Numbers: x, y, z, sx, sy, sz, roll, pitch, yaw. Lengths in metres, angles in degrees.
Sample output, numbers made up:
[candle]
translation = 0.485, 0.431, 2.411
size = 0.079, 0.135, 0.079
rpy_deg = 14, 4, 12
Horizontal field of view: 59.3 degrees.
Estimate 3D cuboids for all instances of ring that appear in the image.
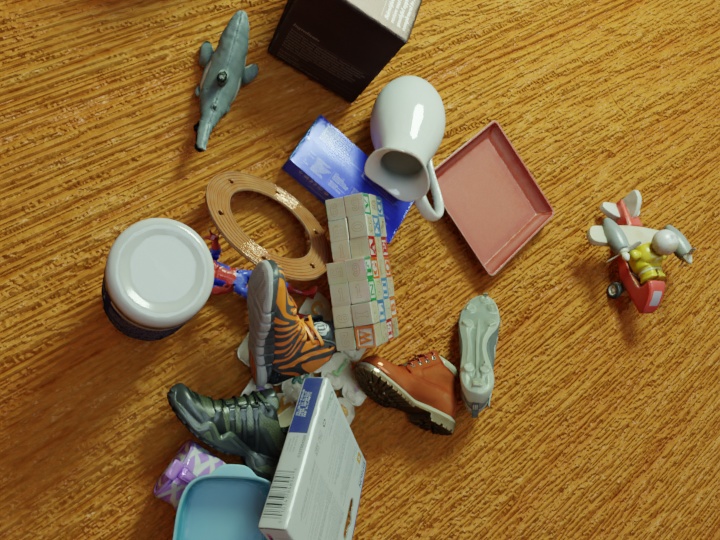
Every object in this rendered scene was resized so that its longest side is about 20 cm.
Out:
[ring]
translation = -0.125, -0.060, 0.867
size = 0.198, 0.019, 0.203
rpy_deg = 31, 30, -19

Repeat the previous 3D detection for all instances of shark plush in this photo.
[shark plush]
translation = -0.207, -0.267, 0.892
size = 0.090, 0.083, 0.204
rpy_deg = 32, 68, -16

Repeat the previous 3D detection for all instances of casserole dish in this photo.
[casserole dish]
translation = -0.159, 0.325, 0.727
size = 0.118, 0.039, 0.206
rpy_deg = 8, 83, -19

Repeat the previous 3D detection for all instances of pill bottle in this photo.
[pill bottle]
translation = -0.246, 0.021, 0.749
size = 0.113, 0.199, 0.119
rpy_deg = 6, 75, -23

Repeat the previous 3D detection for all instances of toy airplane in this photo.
[toy airplane]
translation = 0.519, -0.052, 1.160
size = 0.200, 0.141, 0.200
rpy_deg = 48, 64, -8

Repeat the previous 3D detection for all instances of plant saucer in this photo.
[plant saucer]
translation = 0.220, -0.124, 1.092
size = 0.199, 0.037, 0.202
rpy_deg = -39, 97, -27

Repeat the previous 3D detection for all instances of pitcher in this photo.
[pitcher]
translation = 0.083, -0.190, 0.986
size = 0.172, 0.119, 0.204
rpy_deg = 47, 38, -36

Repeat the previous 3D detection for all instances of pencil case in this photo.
[pencil case]
translation = -0.163, 0.300, 0.793
size = 0.199, 0.085, 0.085
rpy_deg = 39, 78, -12

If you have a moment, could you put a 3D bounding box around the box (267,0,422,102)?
[box]
translation = -0.018, -0.396, 0.946
size = 0.161, 0.199, 0.170
rpy_deg = 26, 70, -18

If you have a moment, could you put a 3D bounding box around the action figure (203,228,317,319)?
[action figure]
translation = -0.152, 0.010, 0.846
size = 0.195, 0.099, 0.067
rpy_deg = 18, 70, -8

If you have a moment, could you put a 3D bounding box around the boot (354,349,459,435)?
[boot]
translation = 0.074, 0.157, 0.939
size = 0.198, 0.074, 0.110
rpy_deg = 35, 62, -32

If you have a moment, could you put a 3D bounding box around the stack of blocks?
[stack of blocks]
translation = 0.000, 0.000, 0.881
size = 0.115, 0.057, 0.206
rpy_deg = -4, 87, -71

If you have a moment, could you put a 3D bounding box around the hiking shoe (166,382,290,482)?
[hiking shoe]
translation = -0.156, 0.188, 0.824
size = 0.199, 0.075, 0.102
rpy_deg = 40, 73, -23

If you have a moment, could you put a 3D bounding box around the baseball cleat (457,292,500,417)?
[baseball cleat]
translation = 0.182, 0.136, 1.007
size = 0.068, 0.108, 0.203
rpy_deg = 9, 45, 11

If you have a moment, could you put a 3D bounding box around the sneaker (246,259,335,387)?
[sneaker]
translation = -0.087, 0.063, 0.818
size = 0.109, 0.203, 0.078
rpy_deg = -9, 46, -20

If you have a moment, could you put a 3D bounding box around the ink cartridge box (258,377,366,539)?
[ink cartridge box]
translation = -0.051, 0.277, 0.801
size = 0.199, 0.042, 0.203
rpy_deg = -74, 155, -44

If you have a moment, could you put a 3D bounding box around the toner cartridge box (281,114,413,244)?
[toner cartridge box]
translation = -0.016, -0.135, 0.978
size = 0.199, 0.043, 0.096
rpy_deg = 39, 65, -13

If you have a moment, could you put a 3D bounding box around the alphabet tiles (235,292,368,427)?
[alphabet tiles]
translation = -0.077, 0.141, 0.906
size = 0.199, 0.015, 0.198
rpy_deg = 39, 68, -13
